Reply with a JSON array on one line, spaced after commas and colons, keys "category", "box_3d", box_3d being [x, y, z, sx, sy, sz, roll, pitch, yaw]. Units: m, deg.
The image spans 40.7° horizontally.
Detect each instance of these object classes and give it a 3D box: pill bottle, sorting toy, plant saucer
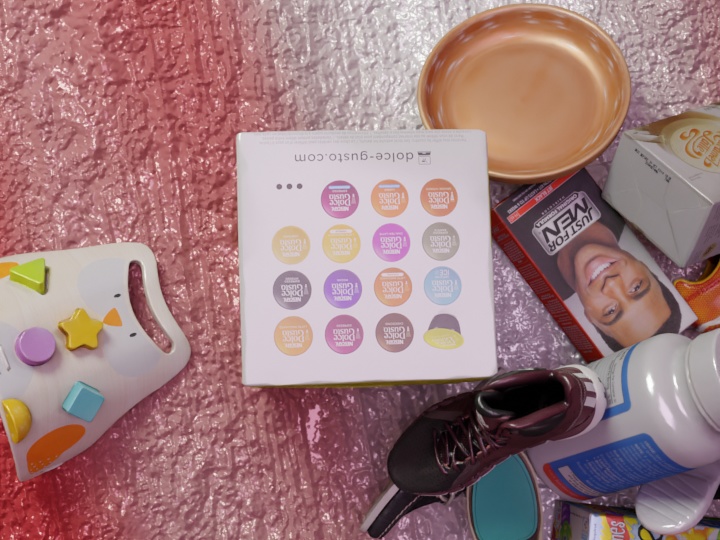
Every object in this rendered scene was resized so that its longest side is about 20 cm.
[{"category": "pill bottle", "box_3d": [0.242, 0.120, 0.820, 0.112, 0.200, 0.113, 18, 58, -32]}, {"category": "sorting toy", "box_3d": [-0.253, 0.057, 0.871, 0.179, 0.107, 0.201, -22, 86, -27]}, {"category": "plant saucer", "box_3d": [0.154, -0.165, 0.921, 0.198, 0.038, 0.202, -4, 63, 8]}]

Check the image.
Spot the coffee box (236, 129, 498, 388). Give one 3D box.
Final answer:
[{"category": "coffee box", "box_3d": [0.000, 0.000, 0.835, 0.198, 0.200, 0.200, -1, 84, -4]}]

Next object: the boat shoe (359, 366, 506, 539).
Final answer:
[{"category": "boat shoe", "box_3d": [0.082, 0.178, 0.892, 0.060, 0.074, 0.200, 44, 73, 5]}]

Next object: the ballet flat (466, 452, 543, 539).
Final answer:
[{"category": "ballet flat", "box_3d": [0.136, 0.243, 0.881, 0.069, 0.069, 0.202, -10, 98, -7]}]

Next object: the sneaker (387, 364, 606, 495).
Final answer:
[{"category": "sneaker", "box_3d": [0.091, 0.121, 0.778, 0.199, 0.115, 0.076, -29, 67, 18]}]

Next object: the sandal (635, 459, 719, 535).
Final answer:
[{"category": "sandal", "box_3d": [0.302, 0.188, 0.882, 0.206, 0.079, 0.060, -37, 120, -45]}]

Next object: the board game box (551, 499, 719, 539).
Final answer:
[{"category": "board game box", "box_3d": [0.283, 0.275, 0.881, 0.198, 0.105, 0.104, 7, 83, -5]}]

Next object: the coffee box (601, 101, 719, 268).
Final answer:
[{"category": "coffee box", "box_3d": [0.339, -0.090, 0.887, 0.199, 0.080, 0.115, -18, 49, -25]}]

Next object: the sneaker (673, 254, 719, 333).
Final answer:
[{"category": "sneaker", "box_3d": [0.387, -0.022, 0.943, 0.199, 0.073, 0.077, -35, 77, -11]}]

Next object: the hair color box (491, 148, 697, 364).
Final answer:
[{"category": "hair color box", "box_3d": [0.216, -0.003, 0.927, 0.101, 0.061, 0.200, -37, 89, -9]}]
